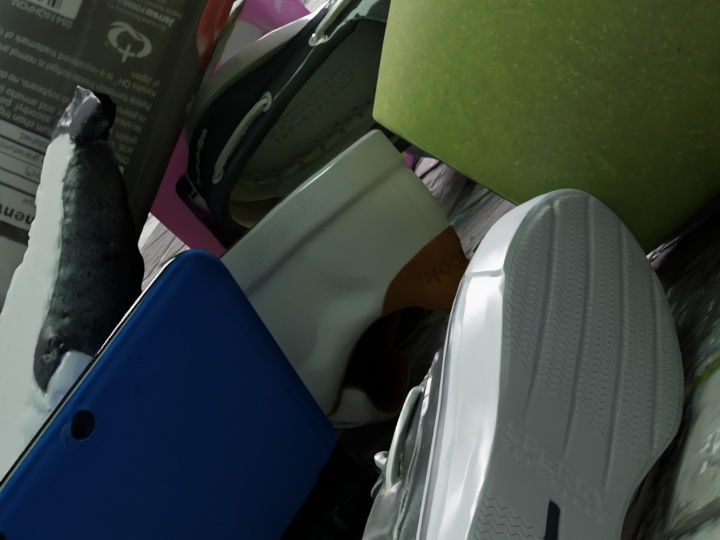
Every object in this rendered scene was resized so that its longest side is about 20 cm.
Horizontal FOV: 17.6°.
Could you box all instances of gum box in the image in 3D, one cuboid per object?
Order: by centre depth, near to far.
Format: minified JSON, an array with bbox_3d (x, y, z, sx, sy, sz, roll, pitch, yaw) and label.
[{"bbox_3d":[-0.038,-0.056,1.088,0.066,0.113,0.200,-43,13,20],"label":"gum box"}]

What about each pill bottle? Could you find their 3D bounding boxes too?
[{"bbox_3d":[-0.125,-0.053,0.868,0.111,0.110,0.201,-133,65,-78],"label":"pill bottle"}]

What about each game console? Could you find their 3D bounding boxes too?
[{"bbox_3d":[-0.095,0.114,0.757,0.200,0.118,0.170,-54,13,-25],"label":"game console"}]

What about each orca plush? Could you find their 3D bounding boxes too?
[{"bbox_3d":[-0.096,0.041,0.800,0.105,0.071,0.202,-5,75,54],"label":"orca plush"}]

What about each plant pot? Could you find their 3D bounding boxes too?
[{"bbox_3d":[0.092,-0.110,0.698,0.201,0.186,0.187,-61,11,4],"label":"plant pot"}]

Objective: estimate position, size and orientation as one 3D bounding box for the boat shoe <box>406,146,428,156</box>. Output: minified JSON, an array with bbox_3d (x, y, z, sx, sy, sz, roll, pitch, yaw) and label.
[{"bbox_3d":[0.034,-0.104,1.059,0.072,0.071,0.201,-40,32,14],"label":"boat shoe"}]

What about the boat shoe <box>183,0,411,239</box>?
[{"bbox_3d":[0.019,-0.085,0.858,0.200,0.075,0.060,-44,32,16],"label":"boat shoe"}]

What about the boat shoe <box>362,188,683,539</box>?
[{"bbox_3d":[0.031,0.054,0.595,0.071,0.072,0.201,-35,20,35],"label":"boat shoe"}]

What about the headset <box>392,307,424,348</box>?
[{"bbox_3d":[0.000,0.000,0.939,0.201,0.093,0.124,-63,15,9],"label":"headset"}]

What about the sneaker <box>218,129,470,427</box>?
[{"bbox_3d":[-0.038,0.041,0.843,0.200,0.085,0.073,-41,1,33],"label":"sneaker"}]
